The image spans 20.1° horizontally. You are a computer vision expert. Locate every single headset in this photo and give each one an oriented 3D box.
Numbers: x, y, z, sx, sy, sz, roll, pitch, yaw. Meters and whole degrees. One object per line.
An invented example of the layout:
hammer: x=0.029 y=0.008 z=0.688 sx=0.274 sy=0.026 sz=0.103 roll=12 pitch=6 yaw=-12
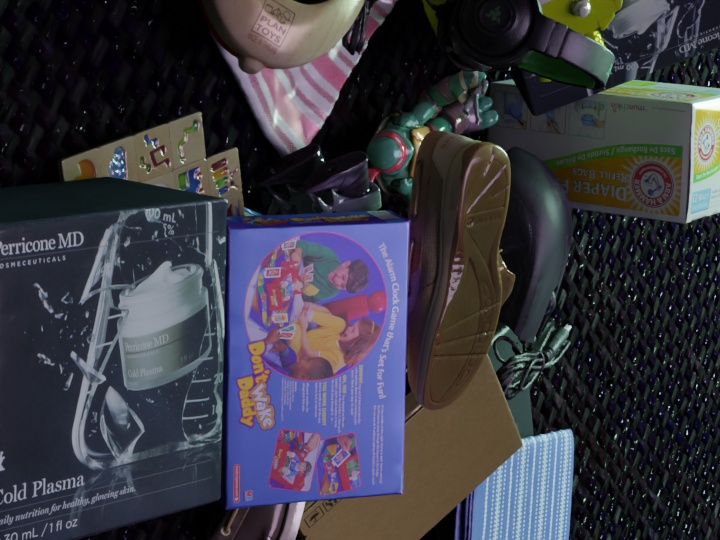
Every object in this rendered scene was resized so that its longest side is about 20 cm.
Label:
headset: x=0.090 y=-0.170 z=1.519 sx=0.123 sy=0.199 sz=0.094 roll=-169 pitch=-78 yaw=-80

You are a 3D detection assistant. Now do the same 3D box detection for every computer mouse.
computer mouse: x=0.148 y=-0.003 z=1.673 sx=0.138 sy=0.052 sz=0.201 roll=-33 pitch=122 yaw=-61

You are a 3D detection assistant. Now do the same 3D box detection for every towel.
towel: x=-0.034 y=-0.198 z=1.504 sx=0.201 sy=0.030 sz=0.147 roll=-61 pitch=141 yaw=-27
towel: x=0.135 y=0.221 z=1.816 sx=0.200 sy=0.024 sz=0.146 roll=-3 pitch=98 yaw=-58

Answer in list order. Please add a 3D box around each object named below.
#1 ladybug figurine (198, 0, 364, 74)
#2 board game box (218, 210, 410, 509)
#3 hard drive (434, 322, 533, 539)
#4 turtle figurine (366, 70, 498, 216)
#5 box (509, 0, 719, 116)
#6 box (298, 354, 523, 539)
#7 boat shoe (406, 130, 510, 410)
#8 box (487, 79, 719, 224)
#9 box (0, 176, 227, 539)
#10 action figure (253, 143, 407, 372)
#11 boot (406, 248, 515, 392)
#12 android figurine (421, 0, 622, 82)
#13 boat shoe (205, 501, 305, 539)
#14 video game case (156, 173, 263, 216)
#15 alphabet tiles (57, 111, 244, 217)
ladybug figurine: x=-0.057 y=-0.224 z=1.404 sx=0.135 sy=0.072 sz=0.201 roll=30 pitch=66 yaw=-27
board game box: x=-0.036 y=0.062 z=1.436 sx=0.134 sy=0.045 sz=0.201 roll=-2 pitch=102 yaw=-19
hard drive: x=0.108 y=0.152 z=1.800 sx=0.139 sy=0.033 sz=0.201 roll=-35 pitch=127 yaw=-47
turtle figurine: x=0.057 y=-0.092 z=1.605 sx=0.200 sy=0.100 sz=0.151 roll=-13 pitch=118 yaw=-69
box: x=0.201 y=-0.256 z=1.678 sx=0.104 sy=0.199 sz=0.183 roll=-110 pitch=179 yaw=-52
box: x=0.038 y=0.162 z=1.612 sx=0.200 sy=0.021 sz=0.164 roll=-41 pitch=146 yaw=-11
boat shoe: x=0.060 y=0.000 z=1.464 sx=0.071 sy=0.064 sz=0.201 roll=-6 pitch=110 yaw=-48
box: x=0.220 y=-0.109 z=1.752 sx=0.112 sy=0.199 sz=0.102 roll=-16 pitch=111 yaw=-54
box: x=-0.191 y=0.053 z=1.231 sx=0.199 sy=0.124 sz=0.198 roll=-10 pitch=105 yaw=-48
action figure: x=0.000 y=0.000 z=1.525 sx=0.069 sy=0.130 sz=0.201 roll=-36 pitch=120 yaw=-15
boot: x=0.075 y=0.047 z=1.617 sx=0.075 sy=0.074 sz=0.200 roll=-20 pitch=157 yaw=-20
android figurine: x=0.133 y=-0.238 z=1.586 sx=0.041 sy=0.181 sz=0.201 roll=-110 pitch=175 yaw=-56
boat shoe: x=-0.064 y=0.115 z=1.504 sx=0.059 sy=0.072 sz=0.201 roll=16 pitch=85 yaw=-18
video game case: x=-0.126 y=0.045 z=1.437 sx=0.143 sy=0.018 sz=0.201 roll=22 pitch=80 yaw=-57
alphabet tiles: x=-0.146 y=-0.011 z=1.374 sx=0.200 sy=0.006 sz=0.167 roll=-26 pitch=117 yaw=-47
